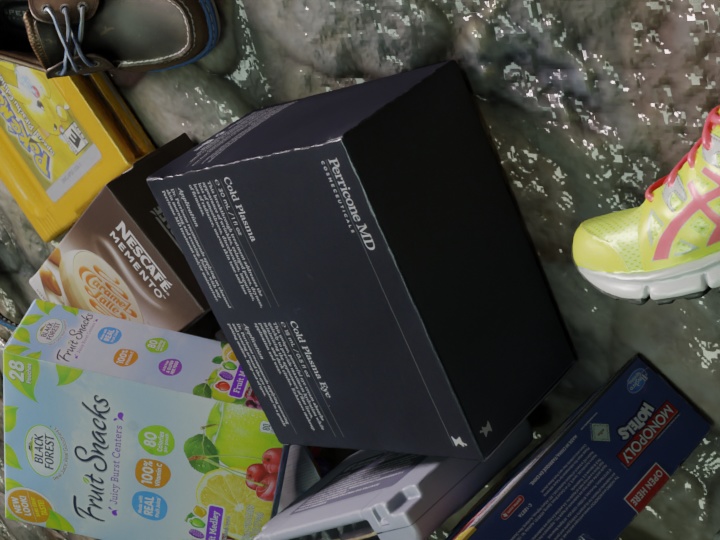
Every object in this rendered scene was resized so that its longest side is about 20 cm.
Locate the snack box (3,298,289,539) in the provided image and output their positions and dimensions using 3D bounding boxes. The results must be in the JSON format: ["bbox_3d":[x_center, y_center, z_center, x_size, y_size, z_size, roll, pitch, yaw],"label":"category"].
[{"bbox_3d":[-0.152,0.124,0.836,0.199,0.068,0.169,13,125,3],"label":"snack box"}]

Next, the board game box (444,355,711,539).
[{"bbox_3d":[0.090,0.166,0.694,0.062,0.200,0.200,44,156,11],"label":"board game box"}]

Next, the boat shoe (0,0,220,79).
[{"bbox_3d":[-0.186,-0.156,0.762,0.199,0.072,0.073,5,120,29],"label":"boat shoe"}]

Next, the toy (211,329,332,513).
[{"bbox_3d":[-0.061,0.134,0.911,0.200,0.047,0.115,59,146,-1],"label":"toy"}]

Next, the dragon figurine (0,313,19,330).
[{"bbox_3d":[-0.389,-0.017,1.118,0.200,0.059,0.100,43,142,14],"label":"dragon figurine"}]

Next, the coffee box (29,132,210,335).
[{"bbox_3d":[-0.164,-0.001,0.879,0.115,0.080,0.200,52,143,-2],"label":"coffee box"}]

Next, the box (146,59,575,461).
[{"bbox_3d":[0.000,0.000,0.690,0.182,0.104,0.201,-3,118,48],"label":"box"}]

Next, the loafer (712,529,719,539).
[{"bbox_3d":[0.262,0.220,0.631,0.070,0.070,0.201,-27,91,57],"label":"loafer"}]

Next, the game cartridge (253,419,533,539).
[{"bbox_3d":[0.021,0.142,0.759,0.041,0.133,0.200,54,144,-4],"label":"game cartridge"}]

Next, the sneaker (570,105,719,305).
[{"bbox_3d":[0.173,-0.044,0.510,0.200,0.078,0.091,-17,99,45],"label":"sneaker"}]

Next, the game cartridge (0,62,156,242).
[{"bbox_3d":[-0.258,-0.125,0.917,0.200,0.032,0.177,-26,99,51],"label":"game cartridge"}]
